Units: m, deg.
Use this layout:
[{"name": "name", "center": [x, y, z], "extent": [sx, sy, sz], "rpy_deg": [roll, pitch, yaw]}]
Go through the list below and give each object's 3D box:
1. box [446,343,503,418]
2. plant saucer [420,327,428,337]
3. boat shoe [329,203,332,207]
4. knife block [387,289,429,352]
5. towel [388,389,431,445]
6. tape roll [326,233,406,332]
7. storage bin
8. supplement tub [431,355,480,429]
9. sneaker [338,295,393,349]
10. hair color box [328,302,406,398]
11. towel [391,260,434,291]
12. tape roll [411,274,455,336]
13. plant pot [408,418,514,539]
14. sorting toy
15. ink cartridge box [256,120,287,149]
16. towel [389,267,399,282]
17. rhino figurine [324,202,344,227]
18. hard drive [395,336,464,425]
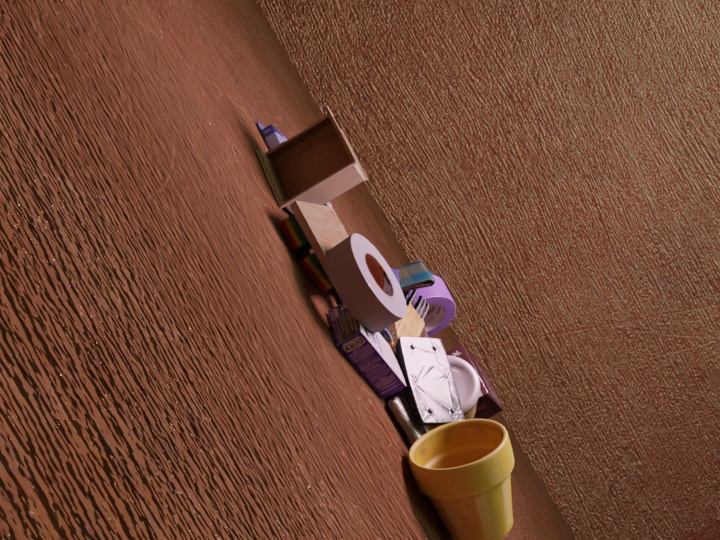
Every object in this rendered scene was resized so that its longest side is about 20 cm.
[{"name": "box", "center": [0.276, 0.338, 2.078], "extent": [0.200, 0.164, 0.166], "rpy_deg": [45, 17, -56]}, {"name": "plant saucer", "center": [0.169, 0.219, 1.922], "extent": [0.200, 0.034, 0.201], "rpy_deg": [163, -90, -89]}, {"name": "boat shoe", "center": [-0.098, -0.150, 1.893], "extent": [0.203, 0.074, 0.086], "rpy_deg": [65, 8, 6]}, {"name": "knife block", "center": [0.113, 0.140, 1.789], "extent": [0.175, 0.064, 0.201], "rpy_deg": [9, 64, -48]}, {"name": "towel", "center": [0.108, 0.322, 1.629], "extent": [0.133, 0.034, 0.200], "rpy_deg": [58, 8, 2]}, {"name": "tape roll", "center": [0.014, 0.025, 1.517], "extent": [0.200, 0.066, 0.201], "rpy_deg": [51, 19, -24]}, {"name": "storage bin", "center": [-0.116, -0.252, 1.721], "extent": [0.199, 0.199, 0.094], "rpy_deg": [64, 9, 29]}, {"name": "supplement tub", "center": [0.205, 0.301, 1.753], "extent": [0.200, 0.144, 0.145], "rpy_deg": [82, -16, -62]}, {"name": "sneaker", "center": [0.007, 0.114, 1.691], "extent": [0.088, 0.075, 0.201], "rpy_deg": [92, -28, -75]}, {"name": "hair color box", "center": [0.015, 0.164, 1.536], "extent": [0.200, 0.065, 0.109], "rpy_deg": [55, 11, -37]}, {"name": "towel", "center": [0.102, 0.022, 1.854], "extent": [0.200, 0.146, 0.022], "rpy_deg": [-111, -174, -76]}, {"name": "tape roll", "center": [0.163, 0.108, 2.087], "extent": [0.200, 0.199, 0.085], "rpy_deg": [48, 14, -50]}, {"name": "plant pot", "center": [0.212, 0.419, 1.438], "extent": [0.201, 0.200, 0.190], "rpy_deg": [-76, 149, -77]}, {"name": "sorting toy", "center": [-0.079, -0.042, 1.603], "extent": [0.199, 0.069, 0.200], "rpy_deg": [61, 18, 9]}, {"name": "ink cartridge box", "center": [-0.200, -0.304, 1.948], "extent": [0.201, 0.042, 0.119], "rpy_deg": [60, 9, 16]}, {"name": "towel", "center": [0.000, 0.000, 1.763], "extent": [0.199, 0.024, 0.145], "rpy_deg": [18, 16, -4]}, {"name": "rhino figurine", "center": [-0.109, -0.133, 1.774], "extent": [0.060, 0.087, 0.201], "rpy_deg": [-12, 64, -40]}, {"name": "hard drive", "center": [0.147, 0.243, 1.615], "extent": [0.134, 0.042, 0.201], "rpy_deg": [7, 56, -36]}]
